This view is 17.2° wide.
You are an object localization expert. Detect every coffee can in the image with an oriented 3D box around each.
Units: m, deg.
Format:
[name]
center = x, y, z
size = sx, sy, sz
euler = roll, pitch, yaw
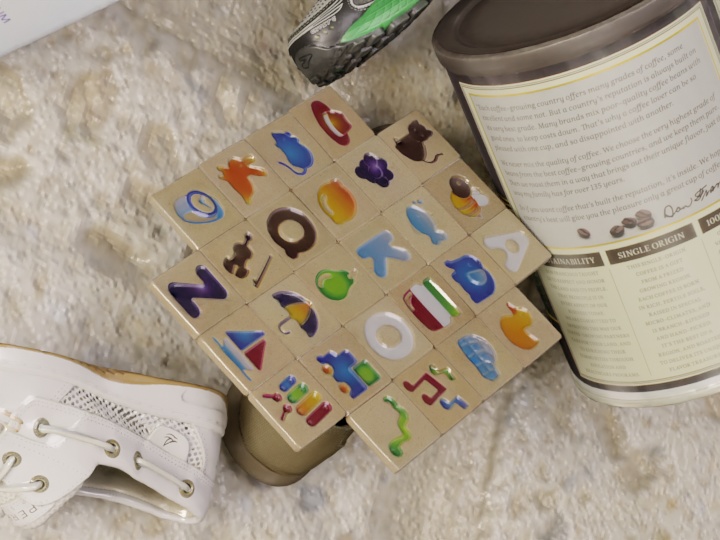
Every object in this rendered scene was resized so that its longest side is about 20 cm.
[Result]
[coffee can]
center = 0.139, -0.054, 1.192
size = 0.146, 0.146, 0.200
euler = -41, 117, -37

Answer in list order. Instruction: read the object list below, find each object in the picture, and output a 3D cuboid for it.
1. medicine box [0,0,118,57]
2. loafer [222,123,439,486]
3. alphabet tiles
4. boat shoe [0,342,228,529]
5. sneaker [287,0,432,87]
[medicine box]
center = -0.162, -0.190, 0.968
size = 0.182, 0.200, 0.103
euler = 51, 54, -18
[loafer]
center = 0.003, 0.014, 1.141
size = 0.076, 0.067, 0.200
euler = 36, 60, -27
[alphabet tiles]
center = 0.000, 0.000, 1.099
size = 0.166, 0.006, 0.200
euler = 47, 47, 8
[boat shoe]
center = -0.139, 0.074, 1.013
size = 0.200, 0.071, 0.070
euler = 12, 72, -38
[sneaker]
center = 0.001, -0.172, 1.184
size = 0.085, 0.078, 0.200
euler = 36, 49, -17
